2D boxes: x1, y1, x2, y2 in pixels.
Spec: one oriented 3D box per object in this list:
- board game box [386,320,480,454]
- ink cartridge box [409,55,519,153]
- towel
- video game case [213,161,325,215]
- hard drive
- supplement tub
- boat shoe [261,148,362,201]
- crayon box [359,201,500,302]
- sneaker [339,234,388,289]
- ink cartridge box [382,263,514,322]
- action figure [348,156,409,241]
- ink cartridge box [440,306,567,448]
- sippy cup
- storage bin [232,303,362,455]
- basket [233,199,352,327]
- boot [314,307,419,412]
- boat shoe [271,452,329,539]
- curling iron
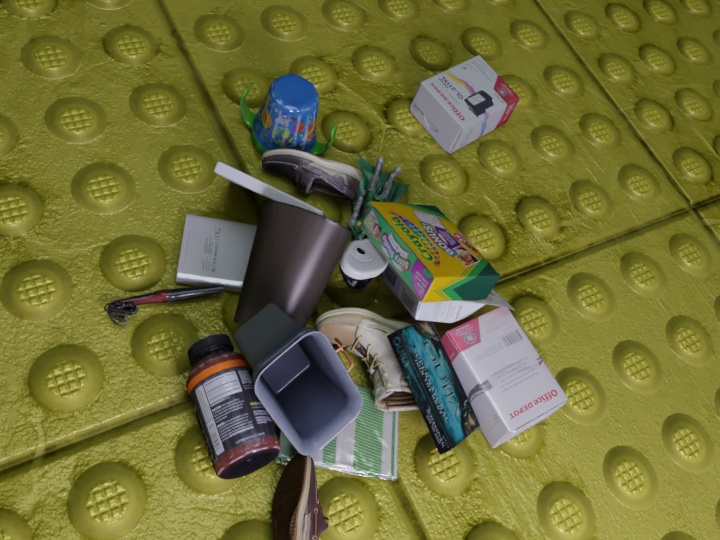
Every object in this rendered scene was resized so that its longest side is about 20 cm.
[{"bbox_3d":[0.122,0.183,1.248,0.134,0.028,0.204,-11,75,-61],"label":"board game box"},{"bbox_3d":[0.228,-0.366,1.669,0.198,0.083,0.146,-31,73,-32],"label":"ink cartridge box"},{"bbox_3d":[-0.033,0.252,1.226,0.195,0.024,0.156,11,55,-10],"label":"towel"},{"bbox_3d":[-0.153,-0.133,1.348,0.196,0.182,0.024,26,92,-1],"label":"video game case"},{"bbox_3d":[-0.216,-0.024,1.336,0.195,0.026,0.135,9,56,-13],"label":"hard drive"},{"bbox_3d":[-0.199,0.200,1.150,0.105,0.108,0.203,-13,63,-25],"label":"supplement tub"},{"bbox_3d":[-0.096,-0.179,1.447,0.195,0.072,0.066,13,71,-3],"label":"boat shoe"},{"bbox_3d":[0.118,-0.035,1.311,0.170,0.059,0.201,0,40,-43],"label":"crayon box"},{"bbox_3d":[0.000,0.000,1.331,0.073,0.113,0.200,37,30,5],"label":"sneaker"},{"bbox_3d":[0.155,0.042,1.367,0.195,0.048,0.160,9,20,-25],"label":"ink cartridge box"},{"bbox_3d":[0.024,-0.125,1.468,0.116,0.055,0.203,24,58,-6],"label":"action figure"},{"bbox_3d":[0.240,0.182,1.323,0.144,0.083,0.202,-19,66,-28],"label":"ink cartridge box"},{"bbox_3d":[-0.138,-0.300,1.474,0.173,0.131,0.142,-8,61,-22],"label":"sippy cup"},{"bbox_3d":[-0.096,0.144,1.136,0.145,0.202,0.134,-38,42,-12],"label":"storage bin"},{"bbox_3d":[-0.123,0.008,1.245,0.178,0.135,0.205,16,82,38],"label":"basket"},{"bbox_3d":[0.018,0.149,1.263,0.195,0.073,0.157,13,45,-16],"label":"boot"},{"bbox_3d":[-0.084,0.372,1.112,0.071,0.071,0.204,32,45,-35],"label":"boat shoe"},{"bbox_3d":[-0.319,0.051,1.252,0.195,0.026,0.050,-12,56,-24],"label":"curling iron"}]
